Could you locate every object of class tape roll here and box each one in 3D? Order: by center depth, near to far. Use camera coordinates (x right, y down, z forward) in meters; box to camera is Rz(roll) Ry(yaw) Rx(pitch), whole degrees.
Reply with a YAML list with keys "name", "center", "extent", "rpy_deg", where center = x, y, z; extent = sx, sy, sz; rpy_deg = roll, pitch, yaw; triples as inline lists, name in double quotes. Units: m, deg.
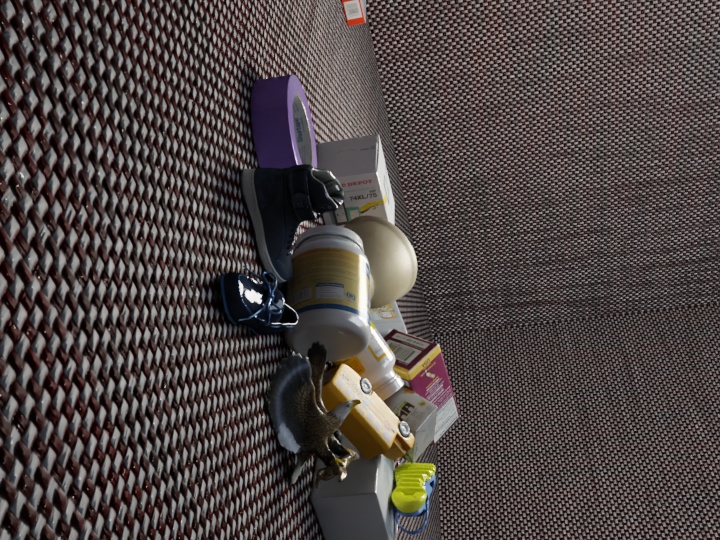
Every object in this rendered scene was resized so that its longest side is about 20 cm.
- name: "tape roll"
  center: [-0.128, -0.231, 1.404]
  extent: [0.200, 0.066, 0.200]
  rpy_deg: [-8, 90, -82]

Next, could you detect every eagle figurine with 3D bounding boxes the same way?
- name: "eagle figurine"
  center: [-0.072, 0.223, 1.271]
  extent: [0.200, 0.151, 0.152]
  rpy_deg: [58, -31, 3]

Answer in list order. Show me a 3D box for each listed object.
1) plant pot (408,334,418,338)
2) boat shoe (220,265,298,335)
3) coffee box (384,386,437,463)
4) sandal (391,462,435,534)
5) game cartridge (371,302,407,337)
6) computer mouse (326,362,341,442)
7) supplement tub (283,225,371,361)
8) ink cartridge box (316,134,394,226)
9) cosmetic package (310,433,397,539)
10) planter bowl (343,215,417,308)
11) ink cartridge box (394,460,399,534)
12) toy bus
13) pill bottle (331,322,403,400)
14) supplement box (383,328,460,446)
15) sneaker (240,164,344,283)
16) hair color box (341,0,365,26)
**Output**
- name: "plant pot"
  center: [0.041, 0.252, 1.818]
  extent: [0.187, 0.187, 0.200]
  rpy_deg: [-47, 141, -79]
- name: "boat shoe"
  center: [-0.136, 0.039, 1.126]
  extent: [0.200, 0.069, 0.084]
  rpy_deg: [45, 39, -76]
- name: "coffee box"
  center: [0.045, 0.271, 1.597]
  extent: [0.080, 0.200, 0.114]
  rpy_deg: [-42, 149, -34]
- name: "sandal"
  center: [0.099, 0.424, 1.532]
  extent: [0.200, 0.079, 0.087]
  rpy_deg: [-39, 126, -71]
- name: "game cartridge"
  center: [0.017, 0.095, 1.798]
  extent: [0.200, 0.133, 0.042]
  rpy_deg: [-110, -157, -55]
- name: "computer mouse"
  center: [-0.073, 0.227, 1.465]
  extent: [0.140, 0.046, 0.200]
  rpy_deg: [46, 26, -68]
- name: "supplement tub"
  center: [-0.055, 0.038, 1.394]
  extent: [0.145, 0.144, 0.200]
  rpy_deg: [70, 16, -54]
- name: "ink cartridge box"
  center: [-0.012, -0.177, 1.837]
  extent: [0.146, 0.146, 0.200]
  rpy_deg: [-87, 166, -47]
- name: "cosmetic package"
  center: [-0.004, 0.403, 1.507]
  extent: [0.200, 0.123, 0.200]
  rpy_deg: [-83, 163, -54]
- name: "planter bowl"
  center: [0.000, 0.000, 1.722]
  extent: [0.135, 0.200, 0.201]
  rpy_deg: [-37, 123, -48]
- name: "ink cartridge box"
  center: [0.030, 0.507, 1.654]
  extent: [0.200, 0.045, 0.176]
  rpy_deg: [-83, -169, -59]
- name: "toy bus"
  center: [0.004, 0.251, 1.399]
  extent: [0.200, 0.065, 0.078]
  rpy_deg: [50, 35, -13]
- name: "pill bottle"
  center: [-0.005, 0.149, 1.519]
  extent: [0.200, 0.104, 0.104]
  rpy_deg: [56, 9, 2]
- name: "supplement box"
  center: [0.107, 0.238, 1.665]
  extent: [0.103, 0.131, 0.200]
  rpy_deg: [-39, 126, -31]
- name: "sneaker"
  center: [-0.091, -0.071, 1.264]
  extent: [0.077, 0.146, 0.203]
  rpy_deg: [-87, 168, -54]
- name: "hair color box"
  center: [-0.021, -0.891, 2.623]
  extent: [0.111, 0.064, 0.200]
  rpy_deg: [72, 13, -48]
